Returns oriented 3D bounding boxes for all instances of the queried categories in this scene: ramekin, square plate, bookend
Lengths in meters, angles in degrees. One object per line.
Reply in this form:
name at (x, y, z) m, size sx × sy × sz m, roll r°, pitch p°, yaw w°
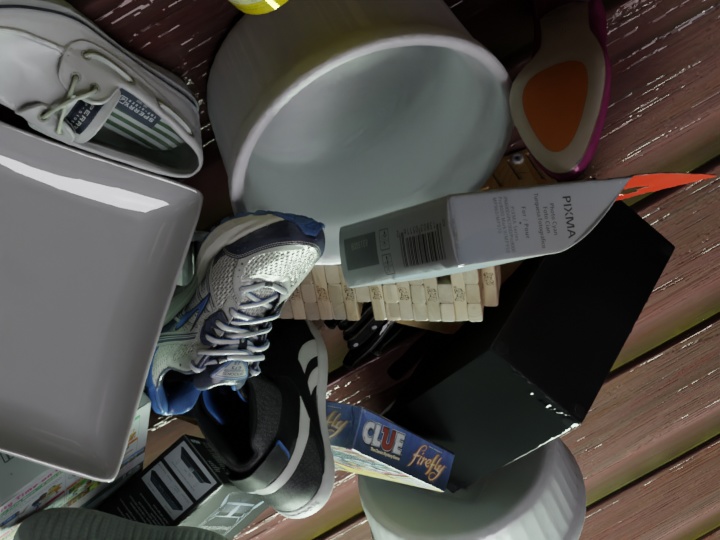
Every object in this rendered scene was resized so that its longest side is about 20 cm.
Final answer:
ramekin at (0.094, 0.188, 1.320) m, size 0.200 × 0.201 × 0.098 m, roll -25°, pitch 136°, yaw -2°
square plate at (-0.220, 0.013, 0.932) m, size 0.200 × 0.028 × 0.199 m, roll 19°, pitch 84°, yaw -20°
bookend at (0.132, 0.057, 1.217) m, size 0.199 × 0.092 × 0.200 m, roll -55°, pitch -172°, yaw -35°
ramekin at (-0.006, -0.107, 0.989) m, size 0.200 × 0.098 × 0.201 m, roll -17°, pitch 143°, yaw -13°

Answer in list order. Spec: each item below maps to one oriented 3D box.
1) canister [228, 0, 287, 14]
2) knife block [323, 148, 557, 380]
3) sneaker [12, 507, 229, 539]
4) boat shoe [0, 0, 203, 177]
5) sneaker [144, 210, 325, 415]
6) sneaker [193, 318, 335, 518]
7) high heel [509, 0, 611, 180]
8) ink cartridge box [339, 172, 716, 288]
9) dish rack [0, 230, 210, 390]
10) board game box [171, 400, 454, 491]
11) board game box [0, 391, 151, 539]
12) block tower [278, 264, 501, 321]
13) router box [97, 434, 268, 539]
canister at (-0.076, -0.240, 0.795) m, size 0.148 × 0.087 × 0.200 m, roll -37°, pitch 144°, yaw 14°
knife block at (0.067, 0.007, 1.201) m, size 0.199 × 0.064 × 0.176 m, roll -20°, pitch 144°, yaw -10°
sneaker at (-0.167, 0.224, 1.041) m, size 0.200 × 0.074 × 0.082 m, roll 20°, pitch 106°, yaw -43°
boat shoe at (-0.170, -0.112, 0.906) m, size 0.200 × 0.067 × 0.074 m, roll 16°, pitch 126°, yaw -43°
sneaker at (-0.083, 0.034, 0.975) m, size 0.077 × 0.085 × 0.200 m, roll 11°, pitch 143°, yaw -35°
sneaker at (-0.076, 0.074, 1.086) m, size 0.073 × 0.200 × 0.112 m, roll -30°, pitch 138°, yaw 15°
high heel at (0.140, -0.121, 0.985) m, size 0.067 × 0.200 × 0.096 m, roll -18°, pitch 140°, yaw 17°
ink cartridge box at (0.108, -0.025, 0.966) m, size 0.199 × 0.047 × 0.160 m, roll -5°, pitch 176°, yaw -25°
dish rack at (-0.186, 0.036, 1.060) m, size 0.171 × 0.044 × 0.200 m, roll -23°, pitch 155°, yaw -19°
board game box at (-0.042, 0.130, 1.198) m, size 0.135 × 0.200 × 0.035 m, roll 32°, pitch 70°, yaw -50°
board game box at (-0.229, 0.147, 1.053) m, size 0.147 × 0.064 × 0.200 m, roll -36°, pitch 166°, yaw -25°
block tower at (0.000, 0.000, 1.085) m, size 0.199 × 0.054 × 0.058 m, roll -1°, pitch 128°, yaw 11°
router box at (-0.155, 0.207, 1.190) m, size 0.157 × 0.052 × 0.200 m, roll -41°, pitch 165°, yaw 1°
